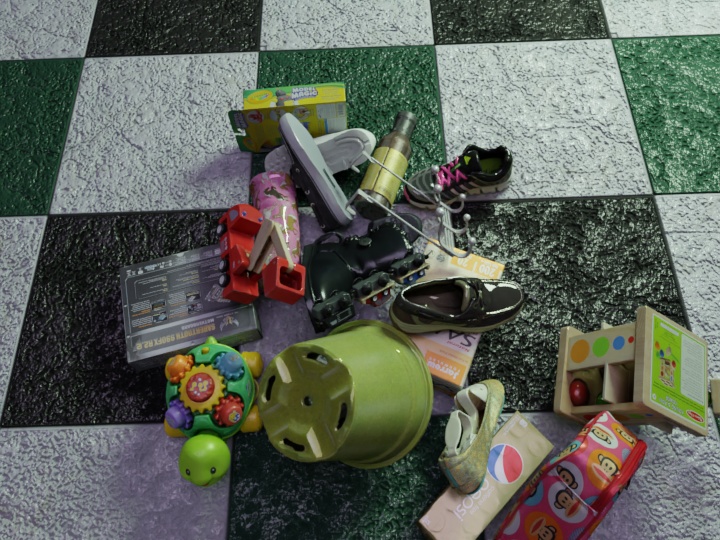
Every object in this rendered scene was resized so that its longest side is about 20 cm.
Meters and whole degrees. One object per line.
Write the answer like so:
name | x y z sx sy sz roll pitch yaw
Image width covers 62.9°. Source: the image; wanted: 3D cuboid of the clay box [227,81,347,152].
clay box | -0.121 -0.261 1.017 0.196 0.115 0.048 -4 64 -1

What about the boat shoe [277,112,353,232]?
boat shoe | -0.083 -0.153 0.951 0.056 0.069 0.202 -27 100 19

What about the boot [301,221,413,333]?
boot | 0.000 0.000 0.859 0.165 0.078 0.201 -14 29 4

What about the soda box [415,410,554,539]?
soda box | 0.164 0.286 0.783 0.199 0.064 0.068 -41 70 -17

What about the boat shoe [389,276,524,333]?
boat shoe | 0.139 0.044 0.809 0.196 0.065 0.074 -9 64 -12

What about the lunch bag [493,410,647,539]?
lunch bag | 0.254 0.268 0.714 0.082 0.202 0.175 40 28 25

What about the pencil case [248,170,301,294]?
pencil case | -0.137 -0.060 0.940 0.085 0.083 0.204 -10 65 10

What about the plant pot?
plant pot | -0.029 0.159 0.742 0.197 0.184 0.205 -4 81 24

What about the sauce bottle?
sauce bottle | 0.050 -0.183 1.003 0.064 0.065 0.203 19 67 10

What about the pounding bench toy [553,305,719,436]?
pounding bench toy | 0.382 0.159 0.800 0.198 0.155 0.126 26 63 -21

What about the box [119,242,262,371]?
box | -0.263 0.050 0.912 0.196 0.049 0.161 -15 66 -5

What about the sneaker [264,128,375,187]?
sneaker | -0.069 -0.196 1.015 0.196 0.078 0.081 -9 21 13

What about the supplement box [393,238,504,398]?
supplement box | 0.123 0.069 0.879 0.124 0.074 0.202 20 67 11

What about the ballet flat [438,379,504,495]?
ballet flat | 0.146 0.198 0.779 0.070 0.072 0.201 19 38 10

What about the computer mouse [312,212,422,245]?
computer mouse | 0.006 -0.049 0.965 0.196 0.034 0.060 -14 90 0

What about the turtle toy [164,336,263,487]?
turtle toy | -0.210 0.191 0.814 0.143 0.101 0.204 -4 73 0

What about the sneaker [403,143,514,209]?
sneaker | 0.167 -0.164 0.978 0.196 0.088 0.075 -12 65 -4

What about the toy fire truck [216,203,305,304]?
toy fire truck | -0.146 -0.026 0.838 0.048 0.140 0.203 19 47 -39

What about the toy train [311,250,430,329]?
toy train | 0.020 0.026 0.800 0.198 0.047 0.034 -28 26 -29

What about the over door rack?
over door rack | 0.080 -0.111 0.884 0.197 0.067 0.149 22 33 -11
